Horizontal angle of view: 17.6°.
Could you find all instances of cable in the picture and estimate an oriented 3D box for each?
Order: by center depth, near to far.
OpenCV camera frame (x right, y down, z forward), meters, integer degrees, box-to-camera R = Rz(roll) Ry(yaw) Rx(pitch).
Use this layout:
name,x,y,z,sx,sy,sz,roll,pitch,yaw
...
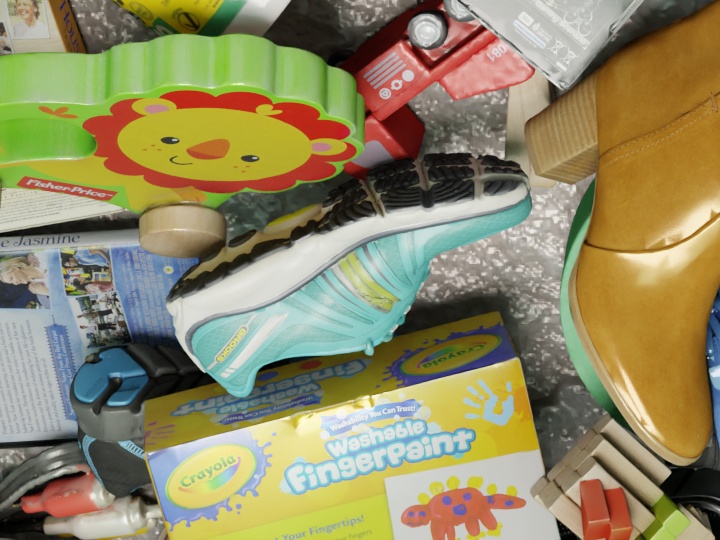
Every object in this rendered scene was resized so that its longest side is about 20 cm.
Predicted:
name,x,y,z,sx,sy,sz,roll,pitch,yaw
cable,-0.209,0.151,1.375,0.200,0.050,0.097,-20,153,15

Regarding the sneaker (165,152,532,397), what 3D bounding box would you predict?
name,x,y,z,sx,sy,sz,roll,pitch,yaw
sneaker,0.000,0.000,1.185,0.200,0.078,0.080,-24,109,14

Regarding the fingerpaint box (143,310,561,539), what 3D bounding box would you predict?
name,x,y,z,sx,sy,sz,roll,pitch,yaw
fingerpaint box,0.001,0.130,1.238,0.199,0.073,0.167,-15,111,0

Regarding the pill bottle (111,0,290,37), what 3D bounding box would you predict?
name,x,y,z,sx,sy,sz,roll,pitch,yaw
pill bottle,-0.116,-0.197,1.137,0.200,0.113,0.113,36,119,-11

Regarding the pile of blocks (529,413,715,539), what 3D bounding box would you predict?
name,x,y,z,sx,sy,sz,roll,pitch,yaw
pile of blocks,0.158,0.174,1.195,0.082,0.062,0.200,-23,107,-3

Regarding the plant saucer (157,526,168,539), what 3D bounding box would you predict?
name,x,y,z,sx,sy,sz,roll,pitch,yaw
plant saucer,-0.026,0.191,1.386,0.200,0.037,0.201,5,120,8

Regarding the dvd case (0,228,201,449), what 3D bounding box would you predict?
name,x,y,z,sx,sy,sz,roll,pitch,yaw
dvd case,-0.178,0.041,1.319,0.199,0.018,0.143,-4,126,5

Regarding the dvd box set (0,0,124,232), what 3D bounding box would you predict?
name,x,y,z,sx,sy,sz,roll,pitch,yaw
dvd box set,-0.221,-0.112,1.251,0.146,0.029,0.200,-10,118,16

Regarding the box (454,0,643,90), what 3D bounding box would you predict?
name,x,y,z,sx,sy,sz,roll,pitch,yaw
box,0.073,-0.210,1.103,0.200,0.044,0.160,38,103,-6

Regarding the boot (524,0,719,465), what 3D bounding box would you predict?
name,x,y,z,sx,sy,sz,roll,pitch,yaw
boot,0.167,-0.022,1.108,0.144,0.071,0.202,-28,74,32

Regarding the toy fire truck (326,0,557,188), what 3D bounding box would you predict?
name,x,y,z,sx,sy,sz,roll,pitch,yaw
toy fire truck,0.081,-0.092,1.198,0.200,0.049,0.141,-36,108,25

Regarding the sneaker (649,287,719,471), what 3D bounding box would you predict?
name,x,y,z,sx,sy,sz,roll,pitch,yaw
sneaker,0.194,0.022,1.171,0.111,0.077,0.200,3,127,-2

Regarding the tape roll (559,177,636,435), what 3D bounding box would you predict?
name,x,y,z,sx,sy,sz,roll,pitch,yaw
tape roll,0.207,0.010,1.235,0.200,0.048,0.201,5,120,8

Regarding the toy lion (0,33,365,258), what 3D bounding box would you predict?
name,x,y,z,sx,sy,sz,roll,pitch,yaw
toy lion,-0.106,-0.071,1.150,0.199,0.069,0.192,9,159,-24

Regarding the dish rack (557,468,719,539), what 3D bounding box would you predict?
name,x,y,z,sx,sy,sz,roll,pitch,yaw
dish rack,0.192,0.194,1.313,0.153,0.055,0.200,-10,121,42

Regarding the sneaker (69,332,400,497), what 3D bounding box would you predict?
name,x,y,z,sx,sy,sz,roll,pitch,yaw
sneaker,-0.060,0.076,1.298,0.199,0.073,0.082,-5,129,-4

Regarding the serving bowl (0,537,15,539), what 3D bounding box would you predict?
name,x,y,z,sx,sy,sz,roll,pitch,yaw
serving bowl,-0.221,0.204,1.382,0.199,0.066,0.200,2,153,1
